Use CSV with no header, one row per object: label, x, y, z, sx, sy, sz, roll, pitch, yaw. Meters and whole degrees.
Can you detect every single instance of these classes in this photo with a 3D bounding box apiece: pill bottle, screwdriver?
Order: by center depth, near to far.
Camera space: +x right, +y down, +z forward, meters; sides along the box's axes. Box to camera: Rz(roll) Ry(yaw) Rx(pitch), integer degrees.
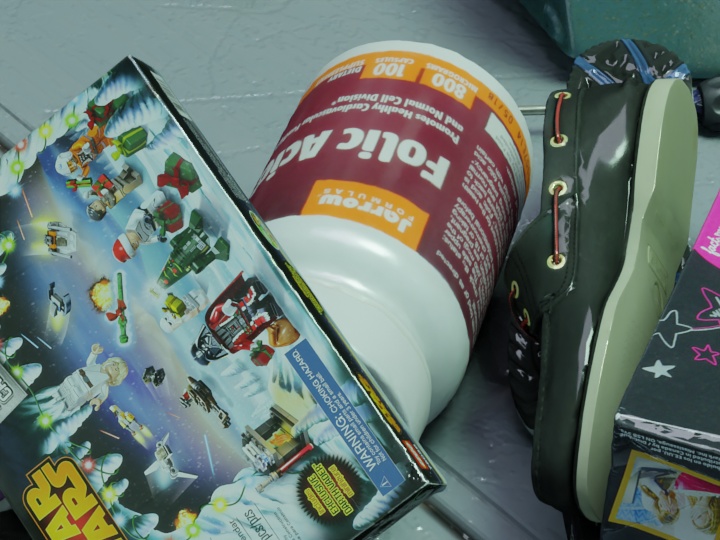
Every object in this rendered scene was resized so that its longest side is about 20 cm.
pill bottle,0.000,0.000,1.025,0.113,0.115,0.200,9,39,12
screwdriver,0.128,-0.081,1.201,0.199,0.028,0.029,-2,7,0

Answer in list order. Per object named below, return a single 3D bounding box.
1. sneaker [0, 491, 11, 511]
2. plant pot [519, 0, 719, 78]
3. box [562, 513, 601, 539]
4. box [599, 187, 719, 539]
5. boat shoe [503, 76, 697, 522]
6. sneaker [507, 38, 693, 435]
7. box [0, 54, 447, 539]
sneaker,-0.161,0.034,1.036,0.099,0.075,0.200,-7,37,-37
plant pot,0.164,-0.212,1.245,0.199,0.197,0.196,-22,42,-12
box,0.156,0.128,0.925,0.142,0.036,0.201,-3,36,-3
box,0.178,0.052,0.903,0.131,0.115,0.200,15,41,16
boat shoe,0.093,0.011,0.978,0.063,0.074,0.202,-2,57,22
sneaker,0.111,-0.004,1.070,0.075,0.077,0.201,12,57,10
box,-0.080,0.040,0.911,0.137,0.040,0.200,-38,77,8
